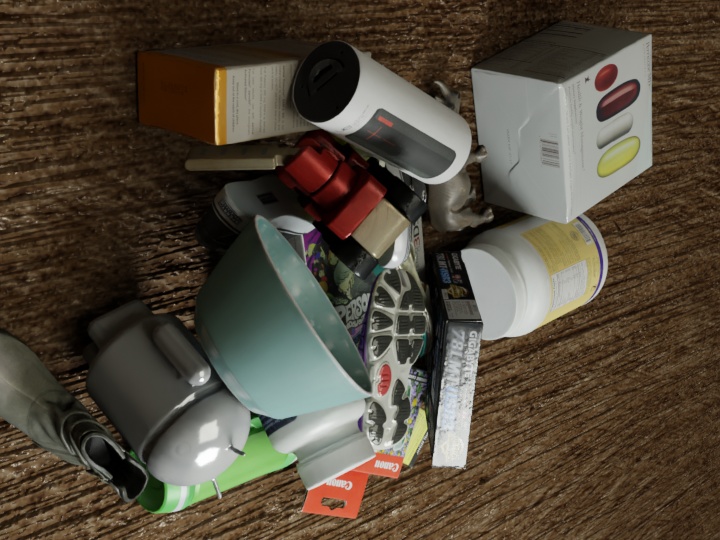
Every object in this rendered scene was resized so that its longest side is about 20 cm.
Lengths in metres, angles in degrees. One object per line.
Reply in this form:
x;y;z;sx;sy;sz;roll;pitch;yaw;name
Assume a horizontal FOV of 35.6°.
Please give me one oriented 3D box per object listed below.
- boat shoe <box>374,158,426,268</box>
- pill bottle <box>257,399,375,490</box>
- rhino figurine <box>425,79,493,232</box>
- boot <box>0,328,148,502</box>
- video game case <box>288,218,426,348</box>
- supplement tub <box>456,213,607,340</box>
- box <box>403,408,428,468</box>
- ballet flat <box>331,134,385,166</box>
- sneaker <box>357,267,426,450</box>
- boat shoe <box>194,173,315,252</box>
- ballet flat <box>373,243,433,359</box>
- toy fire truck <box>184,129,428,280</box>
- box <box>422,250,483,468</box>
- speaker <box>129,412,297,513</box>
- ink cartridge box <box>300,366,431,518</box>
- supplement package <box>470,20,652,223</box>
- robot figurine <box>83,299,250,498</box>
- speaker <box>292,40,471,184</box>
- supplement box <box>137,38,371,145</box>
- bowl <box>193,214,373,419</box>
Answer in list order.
0.044;-0.091;1.262;0.066;0.202;0.070;9;144;-25;boat shoe
-0.062;0.123;1.189;0.110;0.111;0.201;-17;76;-43;pill bottle
0.109;-0.139;1.387;0.087;0.060;0.202;-25;119;-27;rhino figurine
-0.275;0.130;1.017;0.068;0.130;0.200;-54;136;-17;boot
0.000;0.000;1.339;0.199;0.036;0.183;-28;123;-38;video game case
0.221;0.004;1.499;0.199;0.145;0.147;-21;119;-41;supplement tub
0.019;0.176;1.417;0.200;0.050;0.076;42;73;-47;box
-0.004;-0.136;1.227;0.067;0.066;0.202;3;88;-57;ballet flat
0.013;0.094;1.242;0.080;0.083;0.202;7;94;-39;sneaker
-0.106;-0.050;1.170;0.068;0.074;0.199;-42;174;20;boat shoe
0.055;0.017;1.331;0.062;0.067;0.201;-50;135;-36;ballet flat
-0.058;-0.091;1.092;0.200;0.176;0.129;42;94;-18;toy fire truck
0.108;0.106;1.386;0.049;0.199;0.202;3;114;-2;box
-0.150;0.195;1.214;0.199;0.088;0.089;-14;115;-44;speaker
0.008;0.202;1.335;0.109;0.050;0.202;20;86;-48;ink cartridge box
0.269;-0.200;1.472;0.199;0.146;0.193;-32;126;-34;supplement package
-0.182;0.121;1.066;0.112;0.200;0.170;-30;157;-34;robot figurine
0.024;-0.150;1.087;0.199;0.081;0.082;22;89;-51;speaker
-0.101;-0.178;1.093;0.199;0.125;0.074;-16;116;-42;supplement box
-0.083;0.060;1.061;0.105;0.201;0.201;-34;135;5;bowl
